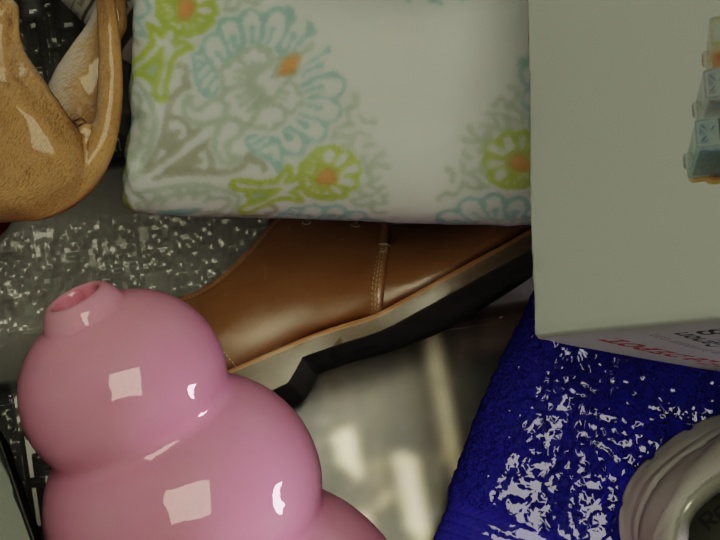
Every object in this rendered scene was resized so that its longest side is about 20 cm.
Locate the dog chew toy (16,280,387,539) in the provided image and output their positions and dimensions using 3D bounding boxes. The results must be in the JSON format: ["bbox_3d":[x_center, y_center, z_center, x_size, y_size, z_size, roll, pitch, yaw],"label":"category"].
[{"bbox_3d":[-0.061,0.095,0.963,0.124,0.125,0.201,-30,108,-10],"label":"dog chew toy"}]

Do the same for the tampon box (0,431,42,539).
[{"bbox_3d":[-0.203,0.158,0.961,0.199,0.126,0.151,-20,79,-7],"label":"tampon box"}]

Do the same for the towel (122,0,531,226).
[{"bbox_3d":[0.004,-0.117,0.925,0.170,0.048,0.201,2,101,-5],"label":"towel"}]

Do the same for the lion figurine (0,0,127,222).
[{"bbox_3d":[-0.150,-0.038,0.937,0.199,0.072,0.123,-20,78,34],"label":"lion figurine"}]

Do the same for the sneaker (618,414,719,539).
[{"bbox_3d":[0.181,0.055,0.957,0.074,0.087,0.200,42,98,-4],"label":"sneaker"}]

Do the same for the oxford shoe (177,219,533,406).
[{"bbox_3d":[0.000,0.000,1.041,0.199,0.071,0.072,-23,76,-7],"label":"oxford shoe"}]

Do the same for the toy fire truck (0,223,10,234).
[{"bbox_3d":[-0.219,-0.034,1.043,0.141,0.049,0.200,40,79,6],"label":"toy fire truck"}]

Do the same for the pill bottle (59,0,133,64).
[{"bbox_3d":[-0.081,-0.149,0.995,0.200,0.116,0.116,43,78,-3],"label":"pill bottle"}]

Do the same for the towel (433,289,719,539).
[{"bbox_3d":[0.101,0.117,1.031,0.147,0.050,0.201,23,77,1],"label":"towel"}]

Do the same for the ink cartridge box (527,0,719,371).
[{"bbox_3d":[0.172,-0.047,0.856,0.199,0.145,0.145,-5,80,35],"label":"ink cartridge box"}]
